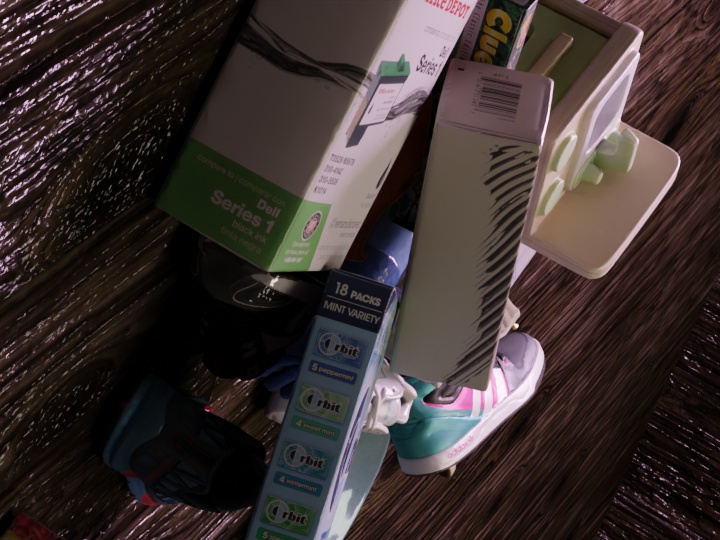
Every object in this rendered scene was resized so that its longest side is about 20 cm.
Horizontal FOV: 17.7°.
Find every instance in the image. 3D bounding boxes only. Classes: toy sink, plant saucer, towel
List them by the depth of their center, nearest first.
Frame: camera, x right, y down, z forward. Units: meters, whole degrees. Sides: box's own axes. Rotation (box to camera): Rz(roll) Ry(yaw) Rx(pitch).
[{"bbox_3d":[0.114,-0.110,1.554,0.130,0.200,0.112,-50,163,-33],"label":"toy sink"},{"bbox_3d":[0.000,0.000,1.611,0.200,0.049,0.112,-54,-169,-23],"label":"towel"},{"bbox_3d":[-0.041,0.198,1.949,0.201,0.039,0.201,-55,165,-22],"label":"plant saucer"}]

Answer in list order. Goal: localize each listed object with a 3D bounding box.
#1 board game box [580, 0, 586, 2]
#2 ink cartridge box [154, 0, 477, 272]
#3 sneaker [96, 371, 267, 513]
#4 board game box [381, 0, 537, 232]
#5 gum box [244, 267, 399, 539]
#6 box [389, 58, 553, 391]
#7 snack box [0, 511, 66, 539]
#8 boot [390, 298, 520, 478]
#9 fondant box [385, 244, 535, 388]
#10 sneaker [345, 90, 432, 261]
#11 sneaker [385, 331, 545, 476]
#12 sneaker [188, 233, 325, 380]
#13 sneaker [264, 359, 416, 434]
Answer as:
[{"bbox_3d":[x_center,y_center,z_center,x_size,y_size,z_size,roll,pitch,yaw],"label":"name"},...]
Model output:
[{"bbox_3d":[0.190,-0.245,1.848,0.096,0.030,0.200,-44,178,33],"label":"board game box"},{"bbox_3d":[-0.020,-0.106,1.337,0.200,0.084,0.146,-62,166,9],"label":"ink cartridge box"},{"bbox_3d":[-0.102,0.130,1.488,0.079,0.095,0.200,-59,166,-4],"label":"sneaker"},{"bbox_3d":[0.040,-0.114,1.484,0.023,0.105,0.200,-43,159,-46],"label":"board game box"},{"bbox_3d":[-0.025,0.105,1.441,0.170,0.044,0.200,63,44,-85],"label":"gum box"},{"bbox_3d":[0.069,-0.027,1.458,0.082,0.068,0.200,-74,175,-51],"label":"box"},{"bbox_3d":[-0.216,0.247,1.412,0.142,0.053,0.200,-56,165,-21],"label":"snack box"},{"bbox_3d":[0.086,0.094,2.109,0.155,0.072,0.200,-56,158,-17],"label":"boot"},{"bbox_3d":[0.090,-0.023,1.788,0.200,0.058,0.144,-55,163,-16],"label":"fondant box"},{"bbox_3d":[0.012,-0.093,1.465,0.077,0.073,0.200,8,127,-33],"label":"sneaker"},{"bbox_3d":[0.080,0.074,1.968,0.200,0.084,0.121,-42,119,-45],"label":"sneaker"},{"bbox_3d":[-0.069,0.030,1.449,0.086,0.080,0.200,-58,164,-1],"label":"sneaker"},{"bbox_3d":[-0.010,0.089,1.765,0.071,0.080,0.200,-62,164,13],"label":"sneaker"}]
